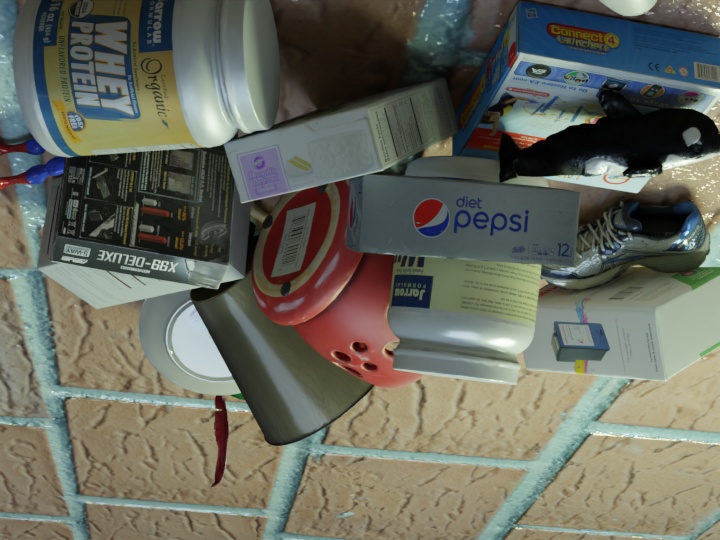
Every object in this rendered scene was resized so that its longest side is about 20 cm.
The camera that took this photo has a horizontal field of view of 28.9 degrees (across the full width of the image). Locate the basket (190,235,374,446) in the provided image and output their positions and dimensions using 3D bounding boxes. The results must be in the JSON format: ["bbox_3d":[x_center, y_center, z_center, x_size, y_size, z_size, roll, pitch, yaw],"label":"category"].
[{"bbox_3d":[-0.092,0.071,1.603,0.179,0.136,0.201,-32,113,8],"label":"basket"}]

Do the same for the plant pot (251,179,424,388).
[{"bbox_3d":[0.000,0.000,1.473,0.181,0.203,0.199,30,144,-35],"label":"plant pot"}]

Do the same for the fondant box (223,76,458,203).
[{"bbox_3d":[-0.012,-0.120,1.261,0.142,0.059,0.200,-11,-171,26],"label":"fondant box"}]

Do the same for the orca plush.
[{"bbox_3d":[0.217,-0.129,1.243,0.197,0.072,0.105,1,-159,28],"label":"orca plush"}]

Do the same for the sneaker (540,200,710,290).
[{"bbox_3d":[0.279,-0.040,1.522,0.197,0.078,0.086,-11,146,8],"label":"sneaker"}]

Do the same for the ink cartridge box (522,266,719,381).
[{"bbox_3d":[0.292,0.054,1.559,0.144,0.089,0.198,-23,-163,-41],"label":"ink cartridge box"}]

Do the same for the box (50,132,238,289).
[{"bbox_3d":[-0.194,-0.093,1.291,0.155,0.203,0.050,9,150,-16],"label":"box"}]

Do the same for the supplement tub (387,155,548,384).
[{"bbox_3d":[0.102,0.002,1.342,0.143,0.203,0.145,7,175,1],"label":"supplement tub"}]

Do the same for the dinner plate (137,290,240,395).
[{"bbox_3d":[-0.169,0.076,1.683,0.197,0.024,0.203,-3,122,-4],"label":"dinner plate"}]

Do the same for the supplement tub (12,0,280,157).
[{"bbox_3d":[-0.177,-0.174,1.184,0.197,0.147,0.145,-3,154,11],"label":"supplement tub"}]

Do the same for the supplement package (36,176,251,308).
[{"bbox_3d":[-0.228,-0.045,1.492,0.197,0.115,0.109,-10,150,26],"label":"supplement package"}]

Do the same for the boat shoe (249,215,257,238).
[{"bbox_3d":[-0.207,-0.020,1.597,0.196,0.067,0.075,-8,151,20],"label":"boat shoe"}]

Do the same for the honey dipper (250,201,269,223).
[{"bbox_3d":[-0.075,-0.038,1.592,0.038,0.038,0.200,-15,145,32],"label":"honey dipper"}]

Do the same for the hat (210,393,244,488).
[{"bbox_3d":[-0.138,0.154,1.767,0.163,0.178,0.200,-17,168,-9],"label":"hat"}]

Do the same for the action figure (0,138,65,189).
[{"bbox_3d":[-0.296,-0.122,1.384,0.197,0.066,0.099,-6,170,17],"label":"action figure"}]

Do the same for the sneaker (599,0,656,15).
[{"bbox_3d":[0.194,-0.251,1.080,0.071,0.074,0.200,-9,154,18],"label":"sneaker"}]

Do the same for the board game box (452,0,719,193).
[{"bbox_3d":[0.206,-0.154,1.295,0.197,0.057,0.196,8,154,-12],"label":"board game box"}]

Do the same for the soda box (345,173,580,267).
[{"bbox_3d":[0.089,-0.045,1.223,0.197,0.069,0.063,3,-176,-11],"label":"soda box"}]
